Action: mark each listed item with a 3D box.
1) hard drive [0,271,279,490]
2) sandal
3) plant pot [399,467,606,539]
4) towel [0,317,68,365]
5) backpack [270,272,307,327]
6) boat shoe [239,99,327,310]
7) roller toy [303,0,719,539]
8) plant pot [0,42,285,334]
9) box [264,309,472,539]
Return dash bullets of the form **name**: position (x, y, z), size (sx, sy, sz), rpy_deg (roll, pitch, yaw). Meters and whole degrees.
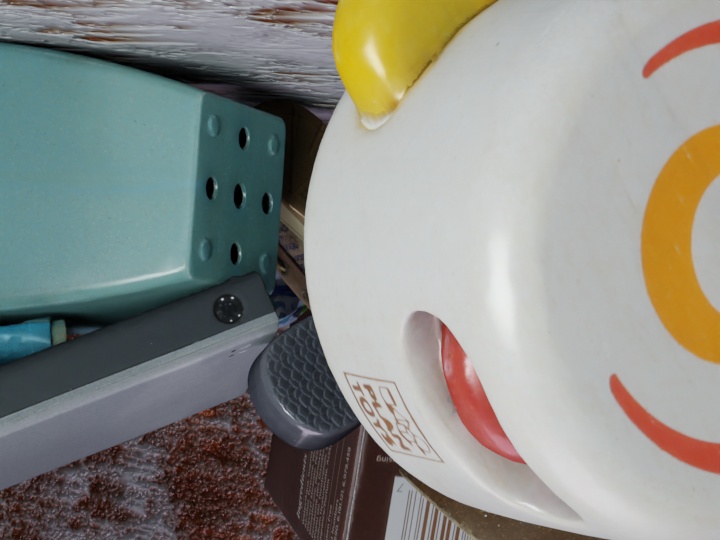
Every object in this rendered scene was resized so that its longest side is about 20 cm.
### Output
- **hard drive**: position (-0.144, 0.066, 1.058), size (0.199, 0.033, 0.140), rpy_deg (-21, 168, -16)
- **sandal**: position (0.022, 0.032, 1.086), size (0.199, 0.076, 0.043), rpy_deg (-20, 162, -36)
- **plant pot**: position (0.154, 0.089, 1.195), size (0.187, 0.200, 0.187), rpy_deg (38, 180, 0)
- **towel**: position (-0.243, 0.036, 1.097), size (0.198, 0.022, 0.147), rpy_deg (3, 172, -6)
- **backpack**: position (-0.086, -0.028, 1.284), size (0.162, 0.155, 0.200), rpy_deg (14, 164, -3)
- **boat shoe**: position (0.000, 0.000, 1.159), size (0.073, 0.200, 0.063), rpy_deg (-35, 176, -35)
- **roller toy**: position (0.078, -0.008, 0.709), size (0.199, 0.184, 0.139), rpy_deg (9, 177, -31)
- **plant pot**: position (-0.146, -0.037, 1.101), size (0.199, 0.143, 0.141), rpy_deg (2, 175, 27)
- **box**: position (0.046, 0.106, 1.448), size (0.165, 0.166, 0.200), rpy_deg (5, -167, -18)
